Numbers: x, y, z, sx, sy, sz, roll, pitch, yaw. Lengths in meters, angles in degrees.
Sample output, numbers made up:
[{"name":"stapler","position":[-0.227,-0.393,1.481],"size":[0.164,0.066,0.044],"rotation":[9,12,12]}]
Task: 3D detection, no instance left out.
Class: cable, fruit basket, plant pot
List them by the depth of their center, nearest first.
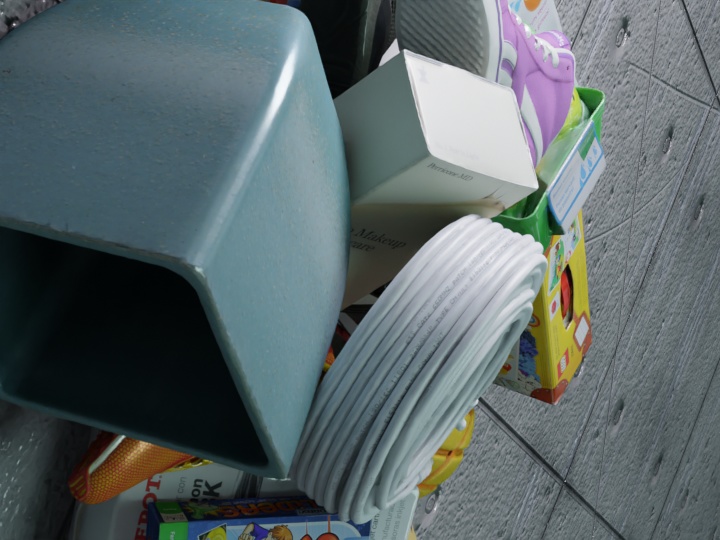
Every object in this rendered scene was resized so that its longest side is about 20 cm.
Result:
[{"name":"plant pot","position":[-0.104,-0.042,0.967],"size":[0.201,0.194,0.197],"rotation":[-63,154,-29]},{"name":"cable","position":[0.035,0.056,1.056],"size":[0.201,0.069,0.200],"rotation":[-59,169,23]},{"name":"fruit basket","position":[0.107,-0.112,1.264],"size":[0.186,0.093,0.201],"rotation":[-56,148,-30]}]

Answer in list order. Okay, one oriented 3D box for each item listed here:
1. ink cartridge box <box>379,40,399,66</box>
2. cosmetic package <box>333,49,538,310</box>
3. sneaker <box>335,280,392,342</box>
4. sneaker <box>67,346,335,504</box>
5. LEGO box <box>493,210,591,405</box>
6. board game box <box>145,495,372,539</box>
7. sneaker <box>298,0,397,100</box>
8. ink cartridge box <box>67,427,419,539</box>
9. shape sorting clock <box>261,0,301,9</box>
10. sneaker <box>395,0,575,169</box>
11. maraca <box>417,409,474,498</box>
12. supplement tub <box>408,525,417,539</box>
[{"name":"ink cartridge box","position":[0.031,-0.124,1.307],"size":[0.148,0.085,0.201],"rotation":[-55,149,-33]},{"name":"cosmetic package","position":[-0.002,-0.045,1.098],"size":[0.103,0.199,0.074],"rotation":[12,56,-43]},{"name":"sneaker","position":[0.000,0.000,1.220],"size":[0.071,0.200,0.099],"rotation":[-34,125,-25]},{"name":"sneaker","position":[-0.085,0.086,1.065],"size":[0.199,0.078,0.073],"rotation":[-32,180,-34]},{"name":"LEGO box","position":[0.102,0.000,1.461],"size":[0.077,0.148,0.201],"rotation":[-55,150,-31]},{"name":"board game box","position":[-0.068,0.238,1.106],"size":[0.134,0.034,0.202],"rotation":[-1,106,-19]},{"name":"sneaker","position":[0.005,-0.154,1.155],"size":[0.114,0.076,0.201],"rotation":[-2,110,-57]},{"name":"ink cartridge box","position":[-0.081,0.179,1.151],"size":[0.198,0.084,0.146],"rotation":[10,100,-21]},{"name":"shape sorting clock","position":[-0.055,-0.210,1.122],"size":[0.200,0.039,0.201],"rotation":[-45,144,-46]},{"name":"sneaker","position":[0.085,-0.145,1.144],"size":[0.114,0.072,0.202],"rotation":[-46,142,-32]},{"name":"maraca","position":[0.037,0.104,1.440],"size":[0.137,0.107,0.201],"rotation":[-32,141,-42]},{"name":"supplement tub","position":[-0.029,0.210,1.336],"size":[0.146,0.144,0.201],"rotation":[-58,152,-27]}]
